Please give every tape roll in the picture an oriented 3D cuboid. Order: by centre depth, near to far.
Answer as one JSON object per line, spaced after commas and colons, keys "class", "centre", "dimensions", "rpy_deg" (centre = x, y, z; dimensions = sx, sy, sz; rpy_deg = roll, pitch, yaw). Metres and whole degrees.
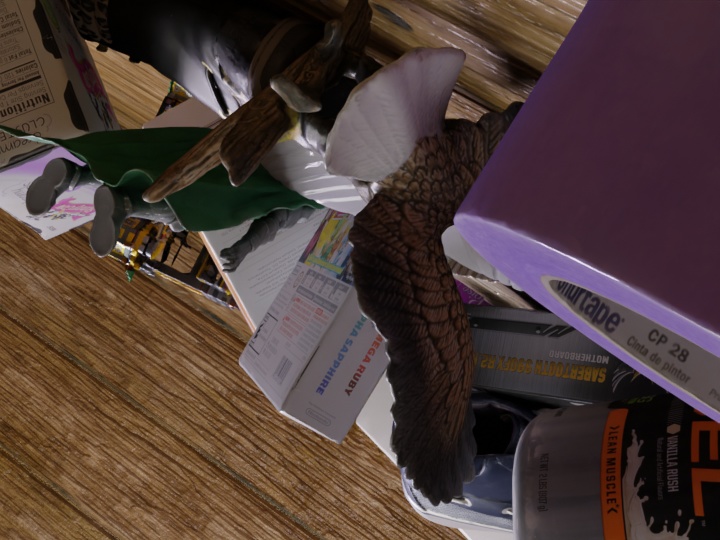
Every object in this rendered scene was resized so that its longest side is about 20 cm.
{"class": "tape roll", "centre": [0.131, 0.003, 0.435], "dimensions": [0.199, 0.085, 0.200], "rpy_deg": [32, 177, 2]}

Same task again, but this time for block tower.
{"class": "block tower", "centre": [0.106, -0.003, 0.950], "dimensions": [0.054, 0.058, 0.200], "rpy_deg": [33, 179, -9]}

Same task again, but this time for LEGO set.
{"class": "LEGO set", "centre": [-0.113, -0.059, 1.177], "dimensions": [0.115, 0.201, 0.154], "rpy_deg": [24, 163, 9]}

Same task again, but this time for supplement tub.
{"class": "supplement tub", "centre": [0.177, 0.111, 0.666], "dimensions": [0.199, 0.123, 0.122], "rpy_deg": [-11, 157, 23]}

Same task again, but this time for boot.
{"class": "boot", "centre": [0.116, 0.113, 0.835], "dimensions": [0.199, 0.073, 0.090], "rpy_deg": [0, 152, 11]}
{"class": "boot", "centre": [-0.081, -0.118, 0.860], "dimensions": [0.150, 0.073, 0.200], "rpy_deg": [31, 173, 12]}

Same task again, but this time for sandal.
{"class": "sandal", "centre": [0.051, -0.047, 0.747], "dimensions": [0.206, 0.059, 0.079], "rpy_deg": [23, 156, -13]}

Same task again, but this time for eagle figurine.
{"class": "eagle figurine", "centre": [0.038, -0.017, 0.634], "dimensions": [0.200, 0.152, 0.151], "rpy_deg": [48, -142, -8]}

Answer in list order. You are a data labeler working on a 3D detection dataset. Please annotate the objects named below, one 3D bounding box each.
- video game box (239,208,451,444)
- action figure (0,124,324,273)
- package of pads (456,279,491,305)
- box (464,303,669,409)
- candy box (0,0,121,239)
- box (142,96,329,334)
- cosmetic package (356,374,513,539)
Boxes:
{"class": "video game box", "centre": [0.000, 0.000, 0.897], "dimensions": [0.047, 0.183, 0.200], "rpy_deg": [29, 179, -12]}
{"class": "action figure", "centre": [-0.078, -0.039, 0.749], "dimensions": [0.118, 0.055, 0.200], "rpy_deg": [31, -162, 25]}
{"class": "package of pads", "centre": [0.055, -0.014, 1.151], "dimensions": [0.120, 0.076, 0.200], "rpy_deg": [33, 177, -6]}
{"class": "box", "centre": [0.149, 0.063, 0.844], "dimensions": [0.199, 0.049, 0.158], "rpy_deg": [5, 168, 45]}
{"class": "candy box", "centre": [-0.197, -0.132, 0.829], "dimensions": [0.168, 0.071, 0.201], "rpy_deg": [80, 168, -82]}
{"class": "box", "centre": [-0.060, -0.025, 1.074], "dimensions": [0.125, 0.097, 0.200], "rpy_deg": [54, 172, 47]}
{"class": "cosmetic package", "centre": [0.096, 0.122, 0.984], "dimensions": [0.103, 0.073, 0.200], "rpy_deg": [-3, -151, -37]}
